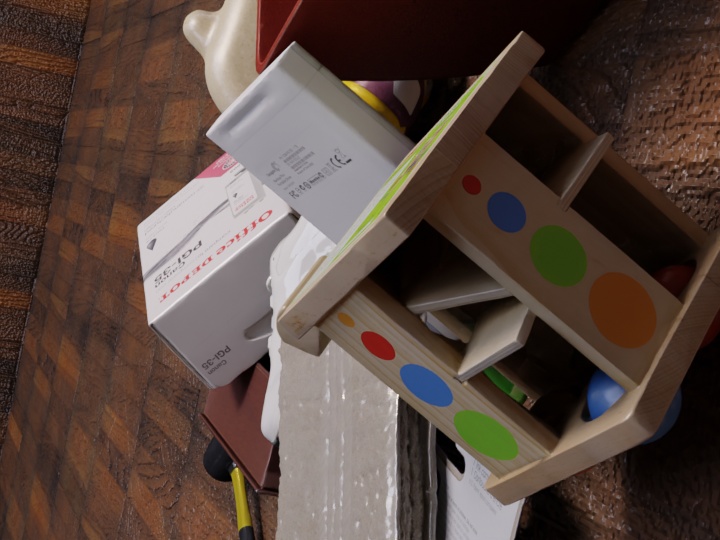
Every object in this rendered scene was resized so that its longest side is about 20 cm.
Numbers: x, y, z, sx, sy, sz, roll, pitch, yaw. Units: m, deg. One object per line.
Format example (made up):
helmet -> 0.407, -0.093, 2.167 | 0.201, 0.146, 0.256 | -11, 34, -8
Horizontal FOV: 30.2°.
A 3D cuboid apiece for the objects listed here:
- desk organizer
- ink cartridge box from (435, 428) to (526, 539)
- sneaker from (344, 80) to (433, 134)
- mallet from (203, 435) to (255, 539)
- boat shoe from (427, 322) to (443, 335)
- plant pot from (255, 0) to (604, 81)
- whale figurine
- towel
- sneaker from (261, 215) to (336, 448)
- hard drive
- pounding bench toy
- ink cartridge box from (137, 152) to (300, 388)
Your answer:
desk organizer -> -0.065, 0.113, 1.053 | 0.200, 0.071, 0.077 | -151, 76, -68
ink cartridge box -> 0.046, 0.174, 0.773 | 0.198, 0.047, 0.201 | -132, 58, -66
sneaker -> 0.012, -0.120, 0.989 | 0.090, 0.075, 0.200 | -50, 7, -9
mallet -> -0.095, 0.210, 1.141 | 0.066, 0.041, 0.200 | -61, 32, 34
boat shoe -> 0.020, 0.048, 0.880 | 0.066, 0.070, 0.201 | -102, 22, -82
plant pot -> 0.058, -0.223, 0.753 | 0.200, 0.175, 0.201 | 131, 145, -53
whale figurine -> -0.069, -0.206, 1.124 | 0.104, 0.158, 0.201 | 123, 140, -84
towel -> -0.005, 0.115, 0.794 | 0.132, 0.034, 0.201 | -24, 59, 51
sneaker -> -0.028, 0.026, 0.930 | 0.087, 0.074, 0.201 | 22, 94, 37
hard drive -> 0.012, -0.038, 0.765 | 0.027, 0.200, 0.132 | -54, 12, -22
pounding bench toy -> 0.061, 0.023, 0.633 | 0.124, 0.156, 0.200 | -53, 5, -32
ink cartridge box -> -0.100, -0.016, 1.094 | 0.146, 0.083, 0.200 | -38, 26, 6
